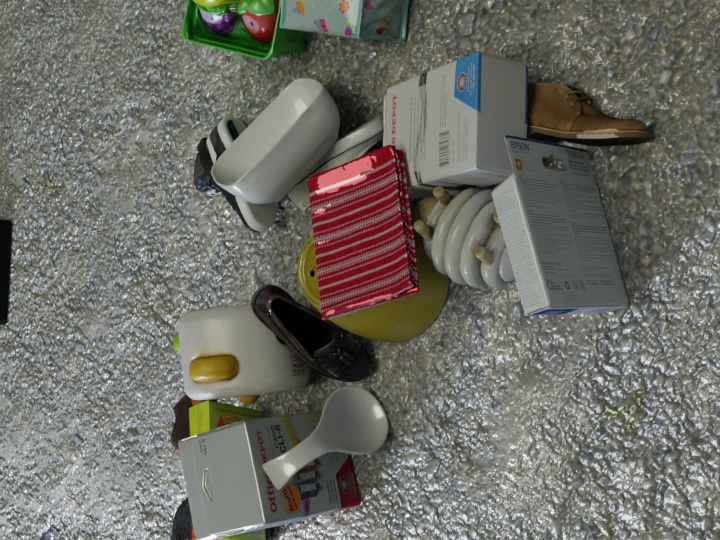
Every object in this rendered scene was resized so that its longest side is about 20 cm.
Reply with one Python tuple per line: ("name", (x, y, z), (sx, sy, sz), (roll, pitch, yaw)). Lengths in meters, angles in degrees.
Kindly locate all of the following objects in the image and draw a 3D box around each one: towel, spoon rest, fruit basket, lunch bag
("towel", (0.000, -0.049, 1.525), (0.144, 0.022, 0.200), (-18, 66, 28))
("spoon rest", (-0.039, 0.224, 1.623), (0.099, 0.200, 0.061), (54, 142, 6))
("fruit basket", (-0.192, -0.398, 1.751), (0.215, 0.215, 0.156), (20, 102, 39))
("lunch bag", (-0.016, -0.422, 1.655), (0.170, 0.122, 0.200), (16, 106, 40))

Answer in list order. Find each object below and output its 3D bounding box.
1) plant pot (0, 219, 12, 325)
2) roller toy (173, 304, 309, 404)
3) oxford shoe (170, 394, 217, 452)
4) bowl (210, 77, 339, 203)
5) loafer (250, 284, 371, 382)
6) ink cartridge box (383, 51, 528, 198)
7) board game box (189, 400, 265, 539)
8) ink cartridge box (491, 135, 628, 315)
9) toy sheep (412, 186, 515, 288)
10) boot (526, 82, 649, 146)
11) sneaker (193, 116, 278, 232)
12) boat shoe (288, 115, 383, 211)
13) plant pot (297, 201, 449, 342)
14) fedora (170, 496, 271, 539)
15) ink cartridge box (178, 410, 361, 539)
("plant pot", (-0.792, -0.004, 2.273), (0.199, 0.177, 0.201), (6, 92, 40))
("roller toy", (-0.166, 0.122, 1.734), (0.200, 0.182, 0.140), (161, 104, -72))
("oxford shoe", (-0.248, 0.273, 1.844), (0.072, 0.071, 0.200), (-30, 43, 15))
("bowl", (-0.111, -0.174, 1.697), (0.200, 0.075, 0.200), (-47, 19, -1))
("loafer", (-0.063, 0.093, 1.650), (0.072, 0.200, 0.063), (-55, 17, -8))
("ink cartridge box", (0.117, -0.177, 1.522), (0.200, 0.084, 0.145), (-9, 76, 57))
("board game box", (-0.195, 0.298, 1.763), (0.048, 0.101, 0.200), (-24, 60, 39))
("ink cartridge box", (0.227, -0.048, 1.394), (0.043, 0.196, 0.200), (-23, 75, 36))
("toy sheep", (0.149, -0.040, 1.505), (0.200, 0.138, 0.138), (30, 109, 30))
("boot", (0.259, -0.189, 1.454), (0.200, 0.074, 0.076), (13, 92, 43))
("sneaker", (-0.196, -0.124, 1.843), (0.112, 0.073, 0.200), (-40, 57, 37))
("boat shoe", (-0.027, -0.145, 1.705), (0.200, 0.071, 0.070), (-32, 97, 32))
("plant pot", (0.000, 0.000, 1.623), (0.200, 0.142, 0.201), (0, 90, 40))
("fedora", (-0.229, 0.390, 1.846), (0.200, 0.092, 0.201), (-1, 89, 40))
("ink cartridge box", (-0.128, 0.285, 1.691), (0.144, 0.200, 0.146), (-22, 76, 38))
